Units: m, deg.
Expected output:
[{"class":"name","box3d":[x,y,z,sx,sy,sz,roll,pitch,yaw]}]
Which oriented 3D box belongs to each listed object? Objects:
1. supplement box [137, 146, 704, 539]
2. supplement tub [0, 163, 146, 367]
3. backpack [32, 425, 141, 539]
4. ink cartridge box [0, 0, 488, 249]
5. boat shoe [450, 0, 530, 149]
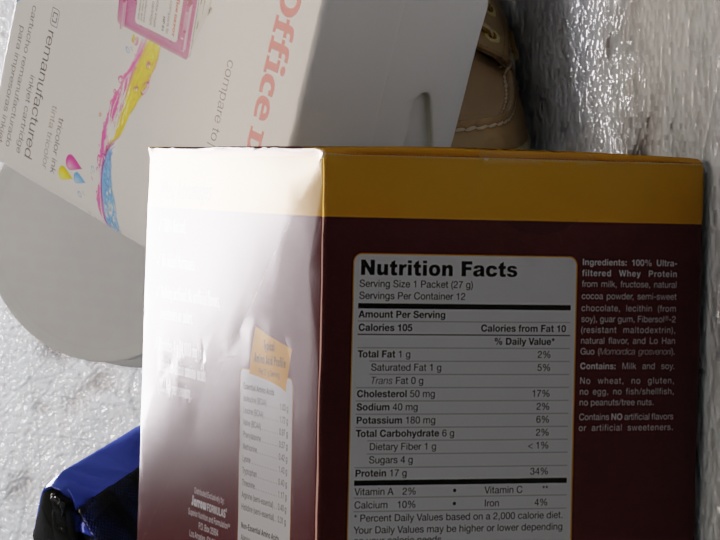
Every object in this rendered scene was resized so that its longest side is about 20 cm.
[{"class":"supplement box","box3d":[0.013,0.059,0.967,0.197,0.132,0.201,-174,85,-69]},{"class":"supplement tub","box3d":[-0.096,-0.028,1.453,0.200,0.144,0.145,-22,-64,-70]},{"class":"backpack","box3d":[-0.072,0.181,1.585,0.200,0.168,0.163,56,168,10]},{"class":"ink cartridge box","box3d":[-0.055,-0.083,1.143,0.200,0.084,0.145,28,111,44]},{"class":"boat shoe","box3d":[0.031,-0.092,1.203,0.200,0.073,0.069,-108,15,-69]}]
